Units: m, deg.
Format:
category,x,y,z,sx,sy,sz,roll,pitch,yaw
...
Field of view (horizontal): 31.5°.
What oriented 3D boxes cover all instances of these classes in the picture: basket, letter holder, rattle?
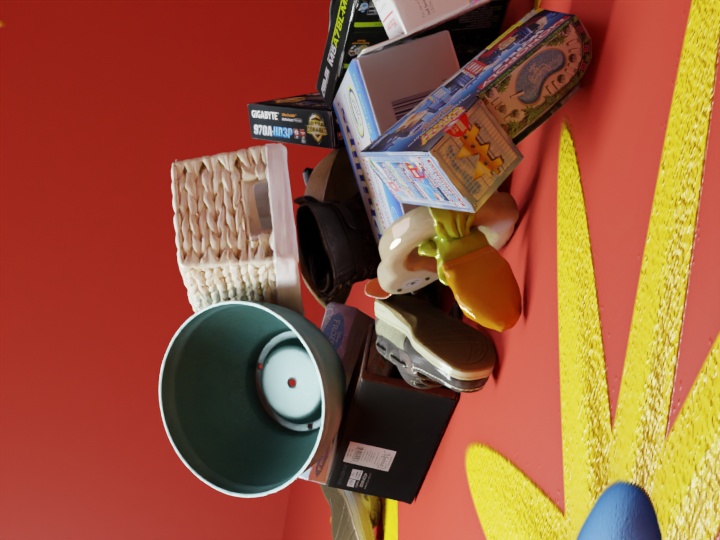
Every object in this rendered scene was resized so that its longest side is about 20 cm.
category,x,y,z,sx,sy,sz,roll,pitch,yaw
basket,-0.129,-0.031,1.355,0.200,0.122,0.137,91,172,-70
letter holder,0.036,0.130,1.368,0.201,0.100,0.143,107,174,-47
rattle,0.077,0.023,1.154,0.143,0.130,0.200,58,138,14

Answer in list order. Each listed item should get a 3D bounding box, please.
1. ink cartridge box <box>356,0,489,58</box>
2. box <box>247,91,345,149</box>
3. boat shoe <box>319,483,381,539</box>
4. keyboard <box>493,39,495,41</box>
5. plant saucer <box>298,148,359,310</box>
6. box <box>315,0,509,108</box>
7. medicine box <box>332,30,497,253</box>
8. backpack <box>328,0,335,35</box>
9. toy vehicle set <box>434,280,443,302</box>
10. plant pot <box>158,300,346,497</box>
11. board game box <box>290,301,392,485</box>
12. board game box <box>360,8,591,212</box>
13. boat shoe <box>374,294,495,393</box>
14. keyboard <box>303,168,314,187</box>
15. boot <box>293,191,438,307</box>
category,x,y,z,sx,sy,sz,roll,pitch,yaw
ink cartridge box,0.075,-0.274,1.225,0.117,0.199,0.068,-140,25,-83
box,-0.019,-0.184,1.514,0.199,0.158,0.046,15,115,56
boat shoe,-0.003,0.300,1.624,0.201,0.064,0.073,-112,33,-46
keyboard,0.118,-0.157,1.426,0.200,0.039,0.104,118,177,-50
plant saucer,-0.036,-0.051,1.492,0.200,0.035,0.202,6,-90,-76
box,0.064,-0.271,1.381,0.048,0.199,0.194,60,148,36
medicine box,0.053,-0.119,1.292,0.200,0.102,0.184,143,110,-81
backpack,0.039,-0.296,1.797,0.201,0.174,0.154,-86,-8,-45
toy vehicle set,0.083,-0.011,1.523,0.124,0.026,0.201,-92,14,-67
plant pot,-0.095,0.126,1.356,0.134,0.199,0.202,-10,-66,-64
board game box,-0.011,0.157,1.514,0.199,0.043,0.202,35,-110,-64
board game box,0.099,-0.120,1.016,0.200,0.062,0.200,-39,14,6
boat shoe,0.066,0.078,1.188,0.201,0.071,0.067,-142,54,-62
keyboard,0.000,-0.071,1.656,0.040,0.199,0.105,-39,61,32
boot,0.000,0.000,1.399,0.174,0.069,0.201,-29,-82,-57
